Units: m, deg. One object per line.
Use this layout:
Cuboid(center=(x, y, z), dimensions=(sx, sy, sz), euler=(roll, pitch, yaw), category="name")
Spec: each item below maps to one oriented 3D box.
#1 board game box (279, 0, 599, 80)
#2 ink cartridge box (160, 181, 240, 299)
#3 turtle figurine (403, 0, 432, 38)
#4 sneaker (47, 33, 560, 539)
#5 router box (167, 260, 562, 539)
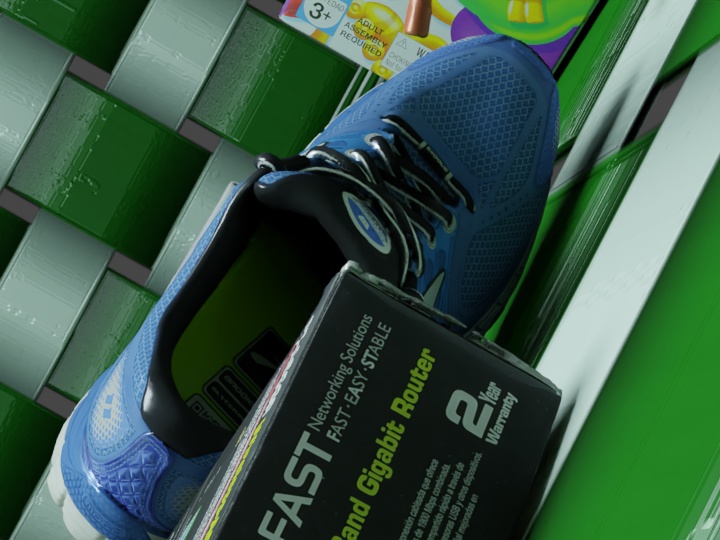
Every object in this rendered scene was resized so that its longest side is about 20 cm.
Cuboid(center=(0.066, -0.167, 0.967), dimensions=(0.201, 0.103, 0.105), euler=(-59, 5, 31), category="board game box")
Cuboid(center=(-0.089, 0.060, 1.468), dimensions=(0.145, 0.083, 0.200), euler=(-62, 5, -26), category="ink cartridge box")
Cuboid(center=(0.090, -0.140, 0.769), dimensions=(0.200, 0.064, 0.161), euler=(-52, 12, 2), category="turtle figurine")
Cuboid(center=(0.000, 0.000, 0.715), dimensions=(0.200, 0.078, 0.089), euler=(-50, -1, -33), category="sneaker")
Cuboid(center=(-0.035, 0.118, 0.576), dimensions=(0.150, 0.062, 0.201), euler=(-58, 5, 45), category="router box")
